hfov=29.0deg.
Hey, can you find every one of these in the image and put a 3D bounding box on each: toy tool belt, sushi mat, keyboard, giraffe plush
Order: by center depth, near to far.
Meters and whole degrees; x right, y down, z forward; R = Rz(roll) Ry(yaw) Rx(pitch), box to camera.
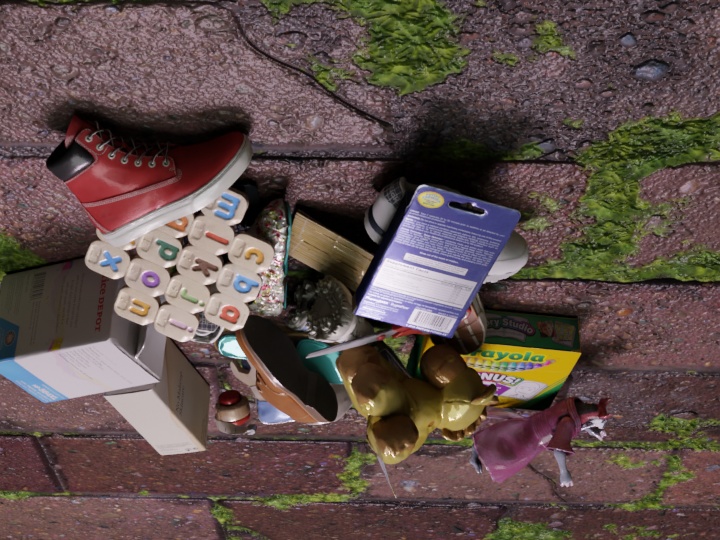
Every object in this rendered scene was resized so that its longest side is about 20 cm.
[{"bbox_3d":[-0.161,-0.034,1.626,0.104,0.040,0.200,-1,148,4],"label":"keyboard"},{"bbox_3d":[0.000,0.000,1.631,0.200,0.012,0.096,30,147,-5],"label":"sushi mat"},{"bbox_3d":[0.080,0.158,1.693,0.162,0.173,0.200,-24,117,-6],"label":"giraffe plush"},{"bbox_3d":[-0.108,0.136,1.859,0.200,0.125,0.123,-9,111,10],"label":"toy tool belt"}]

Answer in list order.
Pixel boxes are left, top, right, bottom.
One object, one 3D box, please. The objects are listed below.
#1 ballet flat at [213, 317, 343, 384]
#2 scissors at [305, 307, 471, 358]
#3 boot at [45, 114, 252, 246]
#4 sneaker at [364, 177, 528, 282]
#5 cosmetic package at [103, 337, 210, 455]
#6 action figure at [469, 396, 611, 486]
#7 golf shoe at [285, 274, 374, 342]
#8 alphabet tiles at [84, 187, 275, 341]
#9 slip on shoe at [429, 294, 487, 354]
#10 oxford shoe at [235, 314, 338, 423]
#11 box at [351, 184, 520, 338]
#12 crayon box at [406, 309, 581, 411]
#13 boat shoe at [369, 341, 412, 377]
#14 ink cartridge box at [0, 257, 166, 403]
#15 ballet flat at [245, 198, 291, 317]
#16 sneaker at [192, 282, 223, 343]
[{"bbox_3d":[-0.085,0.091,1.771,0.200,0.063,0.069,14,126,-5],"label":"ballet flat"},{"bbox_3d":[0.035,0.076,1.616,0.200,0.014,0.073,-24,155,-2],"label":"scissors"},{"bbox_3d":[-0.225,-0.123,1.462,0.200,0.072,0.144,-26,120,17],"label":"boot"},{"bbox_3d":[0.107,-0.047,1.551,0.200,0.076,0.081,14,138,-23],"label":"sneaker"},{"bbox_3d":[-0.275,0.165,1.902,0.073,0.104,0.200,-7,149,12],"label":"cosmetic package"},{"bbox_3d":[0.248,0.209,1.877,0.200,0.134,0.149,-32,95,23],"label":"action figure"},{"bbox_3d":[-0.020,0.054,1.671,0.097,0.078,0.200,20,179,-15],"label":"golf shoe"},{"bbox_3d":[-0.203,-0.018,1.565,0.195,0.015,0.200,23,114,-4],"label":"alphabet tiles"},{"bbox_3d":[0.108,0.029,1.677,0.076,0.061,0.200,-5,142,17],"label":"slip on shoe"},{"bbox_3d":[-0.106,0.130,1.718,0.071,0.071,0.200,-13,134,27],"label":"oxford shoe"},{"bbox_3d":[0.081,-0.015,1.508,0.121,0.032,0.200,15,132,-14],"label":"box"},{"bbox_3d":[0.172,0.118,1.843,0.200,0.058,0.173,5,149,-6],"label":"crayon box"},{"bbox_3d":[0.032,0.134,1.810,0.200,0.067,0.057,48,160,-15],"label":"boat shoe"},{"bbox_3d":[-0.333,0.070,1.721,0.200,0.129,0.125,-10,147,20],"label":"ink cartridge box"},{"bbox_3d":[-0.115,-0.007,1.618,0.064,0.076,0.200,-5,144,-10],"label":"ballet flat"},{"bbox_3d":[-0.197,0.052,1.705,0.076,0.081,0.200,1,167,-8],"label":"sneaker"}]
